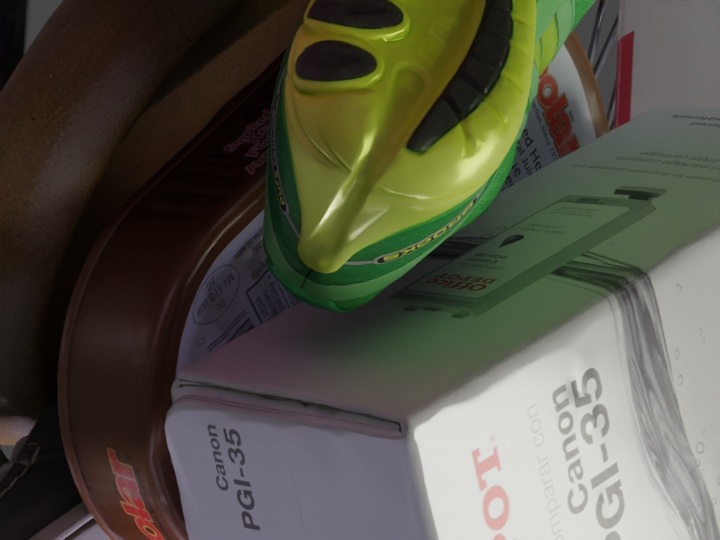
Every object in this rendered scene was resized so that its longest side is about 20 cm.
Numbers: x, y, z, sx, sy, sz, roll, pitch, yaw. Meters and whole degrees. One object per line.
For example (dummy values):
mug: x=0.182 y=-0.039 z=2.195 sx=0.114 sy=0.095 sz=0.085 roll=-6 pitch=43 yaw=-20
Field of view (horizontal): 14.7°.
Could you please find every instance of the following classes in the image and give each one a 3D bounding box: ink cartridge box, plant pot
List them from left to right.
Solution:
plant pot: x=-0.045 y=-0.030 z=0.778 sx=0.200 sy=0.027 sz=0.200 roll=-48 pitch=160 yaw=-24
ink cartridge box: x=0.060 y=0.060 z=0.722 sx=0.200 sy=0.082 sz=0.147 roll=-29 pitch=115 yaw=-40
ink cartridge box: x=0.136 y=-0.066 z=1.019 sx=0.200 sy=0.082 sz=0.148 roll=25 pitch=67 yaw=-83

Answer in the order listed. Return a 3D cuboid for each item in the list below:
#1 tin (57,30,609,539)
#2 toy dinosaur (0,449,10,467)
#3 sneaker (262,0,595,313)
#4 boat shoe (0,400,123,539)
tin: x=0.000 y=0.000 z=0.749 sx=0.200 sy=0.042 sz=0.112 roll=-47 pitch=130 yaw=-33
toy dinosaur: x=-0.054 y=0.072 z=0.862 sx=0.200 sy=0.102 sz=0.077 roll=-52 pitch=159 yaw=-48
sneaker: x=0.019 y=-0.064 z=0.696 sx=0.084 sy=0.074 sz=0.200 roll=-59 pitch=178 yaw=41
boat shoe: x=-0.057 y=0.050 z=0.775 sx=0.200 sy=0.057 sz=0.067 roll=-31 pitch=145 yaw=-40
